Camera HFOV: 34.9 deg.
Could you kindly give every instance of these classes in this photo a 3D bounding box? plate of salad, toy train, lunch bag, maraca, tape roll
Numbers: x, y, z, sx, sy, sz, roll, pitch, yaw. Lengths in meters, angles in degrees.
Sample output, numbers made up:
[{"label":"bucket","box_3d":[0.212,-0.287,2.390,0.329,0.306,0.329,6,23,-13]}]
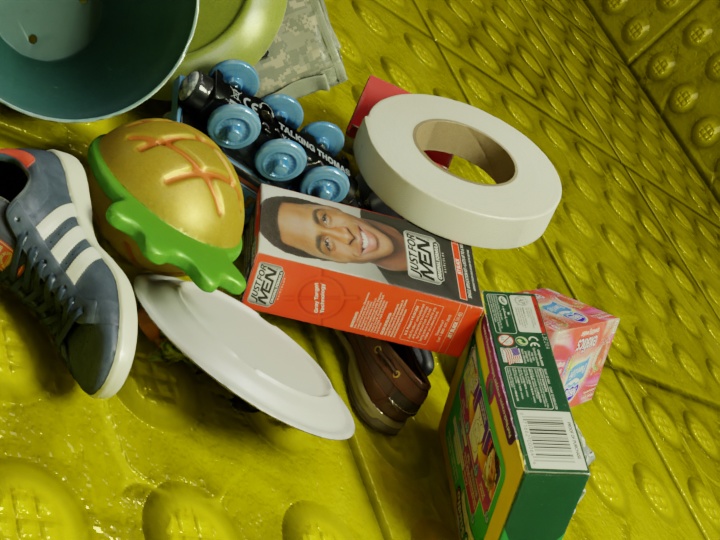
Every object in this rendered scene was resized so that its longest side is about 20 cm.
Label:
[{"label":"plate of salad","box_3d":[-0.090,0.070,0.854,0.199,0.048,0.200,35,7,-5]},{"label":"toy train","box_3d":[-0.094,-0.099,1.015,0.199,0.114,0.088,31,36,-35]},{"label":"lunch bag","box_3d":[-0.108,-0.224,1.087,0.118,0.162,0.202,65,6,-49]},{"label":"maraca","box_3d":[-0.142,-0.046,0.851,0.136,0.108,0.201,27,18,-26]},{"label":"tape roll","box_3d":[0.092,-0.097,1.076,0.199,0.037,0.204,16,36,-11]}]

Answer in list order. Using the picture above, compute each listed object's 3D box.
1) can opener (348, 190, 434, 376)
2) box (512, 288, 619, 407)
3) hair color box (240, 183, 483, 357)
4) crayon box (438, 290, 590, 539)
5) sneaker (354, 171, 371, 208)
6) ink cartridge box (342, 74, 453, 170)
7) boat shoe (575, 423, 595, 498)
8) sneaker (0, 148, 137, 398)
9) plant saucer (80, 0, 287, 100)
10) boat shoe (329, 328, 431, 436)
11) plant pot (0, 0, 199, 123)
[{"label":"can opener","box_3d":[0.025,0.011,1.126,0.063,0.078,0.203,16,52,-52]},{"label":"box","box_3d":[0.188,0.086,1.207,0.094,0.104,0.199,23,12,27]},{"label":"hair color box","box_3d":[0.000,0.000,0.980,0.196,0.062,0.102,13,37,-13]},{"label":"crayon box","box_3d":[0.121,0.149,0.957,0.057,0.175,0.202,4,39,-9]},{"label":"sneaker","box_3d":[0.041,-0.046,1.211,0.129,0.079,0.200,39,27,-17]},{"label":"ink cartridge box","box_3d":[0.045,-0.148,1.237,0.115,0.068,0.200,24,-2,-3]},{"label":"boat shoe","box_3d":[0.198,0.205,1.127,0.065,0.075,0.202,44,18,1]},{"label":"sneaker","box_3d":[-0.211,-0.002,0.747,0.084,0.075,0.201,10,39,-44]},{"label":"plant saucer","box_3d":[-0.163,-0.252,1.024,0.202,0.198,0.031,57,0,17]},{"label":"boat shoe","box_3d":[0.015,0.050,1.042,0.071,0.067,0.202,24,35,-42]},{"label":"plant pot","box_3d":[-0.237,-0.216,0.893,0.199,0.202,0.134,38,-10,-21]}]
